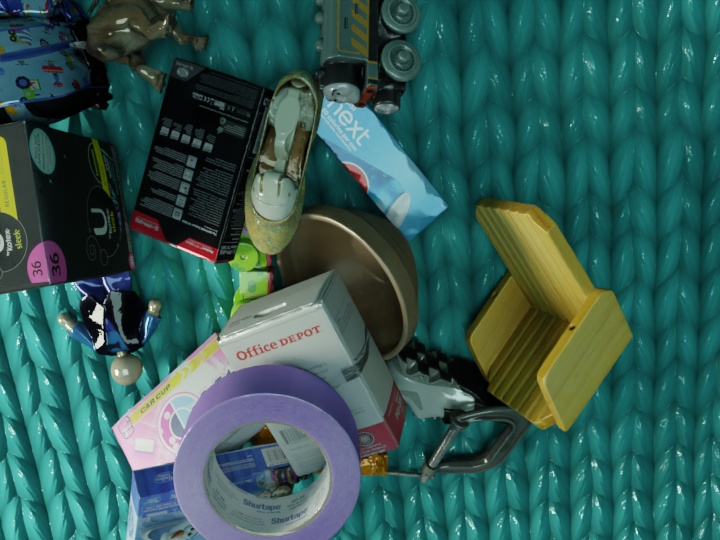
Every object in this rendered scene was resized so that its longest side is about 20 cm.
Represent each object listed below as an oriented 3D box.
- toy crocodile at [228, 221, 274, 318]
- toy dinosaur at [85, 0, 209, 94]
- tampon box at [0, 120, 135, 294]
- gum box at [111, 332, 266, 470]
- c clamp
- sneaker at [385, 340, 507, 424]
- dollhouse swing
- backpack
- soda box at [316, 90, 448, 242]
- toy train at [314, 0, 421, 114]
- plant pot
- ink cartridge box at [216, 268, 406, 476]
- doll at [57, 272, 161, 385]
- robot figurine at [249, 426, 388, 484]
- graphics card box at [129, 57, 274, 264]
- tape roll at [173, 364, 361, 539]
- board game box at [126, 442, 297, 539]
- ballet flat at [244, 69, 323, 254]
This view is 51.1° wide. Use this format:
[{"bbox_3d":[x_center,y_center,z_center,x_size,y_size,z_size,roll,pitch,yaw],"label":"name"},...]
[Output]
[{"bbox_3d":[-0.129,0.006,0.925,0.060,0.068,0.204,-2,109,-5],"label":"toy crocodile"},{"bbox_3d":[-0.246,-0.263,0.790,0.133,0.202,0.087,20,138,5],"label":"toy dinosaur"},{"bbox_3d":[-0.339,-0.058,0.779,0.123,0.200,0.153,-9,94,5],"label":"tampon box"},{"bbox_3d":[-0.209,0.190,0.944,0.199,0.066,0.114,-41,67,8],"label":"gum box"},{"bbox_3d":[0.132,0.233,0.995,0.167,0.027,0.202,9,136,-17],"label":"c clamp"},{"bbox_3d":[0.112,0.164,0.999,0.197,0.075,0.089,25,121,-13],"label":"sneaker"},{"bbox_3d":[0.176,0.044,0.877,0.175,0.200,0.183,37,87,-20],"label":"dollhouse swing"},{"bbox_3d":[-0.368,-0.209,0.770,0.179,0.200,0.137,-11,108,0],"label":"backpack"},{"bbox_3d":[0.016,-0.135,0.897,0.068,0.064,0.201,-39,105,7],"label":"soda box"},{"bbox_3d":[0.004,-0.271,0.820,0.111,0.085,0.205,3,80,-15],"label":"toy train"},{"bbox_3d":[0.000,0.000,0.900,0.093,0.199,0.203,-41,111,-37],"label":"plant pot"},{"bbox_3d":[-0.052,0.120,0.871,0.143,0.085,0.202,-20,111,21],"label":"ink cartridge box"},{"bbox_3d":[-0.314,0.046,0.929,0.134,0.049,0.204,-13,105,6],"label":"doll"},{"bbox_3d":[-0.058,0.216,0.995,0.195,0.058,0.148,4,108,-4],"label":"robot figurine"},{"bbox_3d":[-0.178,-0.124,0.856,0.123,0.051,0.204,20,100,18],"label":"graphics card box"},{"bbox_3d":[-0.098,0.207,0.812,0.195,0.066,0.204,-1,110,-3],"label":"tape roll"},{"bbox_3d":[-0.188,0.309,0.938,0.196,0.044,0.202,-5,131,-28],"label":"board game box"},{"bbox_3d":[-0.086,-0.118,0.814,0.069,0.071,0.204,14,93,-9],"label":"ballet flat"}]
